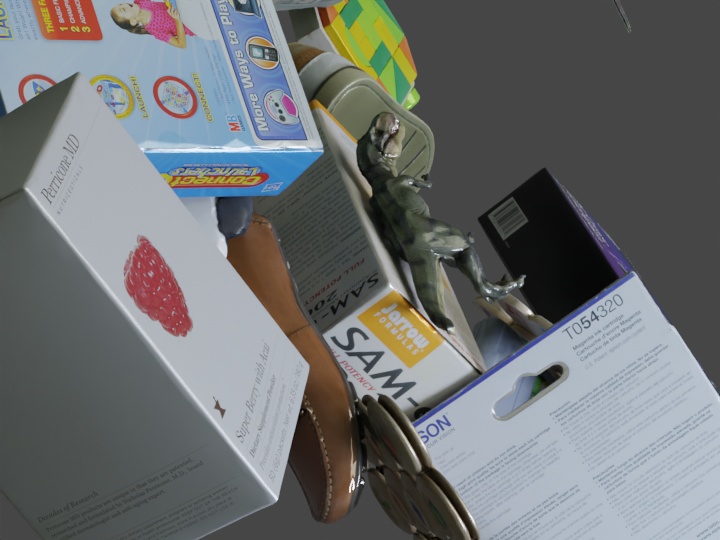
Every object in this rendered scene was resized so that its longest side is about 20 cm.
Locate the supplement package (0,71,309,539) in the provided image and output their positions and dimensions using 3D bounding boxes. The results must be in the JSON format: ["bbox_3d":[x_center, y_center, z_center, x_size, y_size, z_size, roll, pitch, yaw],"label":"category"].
[{"bbox_3d":[-0.134,0.031,1.100,0.200,0.120,0.121,53,24,-23],"label":"supplement package"}]

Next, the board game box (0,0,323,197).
[{"bbox_3d":[-0.141,-0.138,1.260,0.196,0.056,0.200,-2,64,-37],"label":"board game box"}]

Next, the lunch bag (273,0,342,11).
[{"bbox_3d":[-0.023,-0.261,1.587,0.200,0.164,0.118,4,61,-50],"label":"lunch bag"}]

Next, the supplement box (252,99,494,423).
[{"bbox_3d":[0.000,0.000,1.461,0.126,0.074,0.200,45,16,-38],"label":"supplement box"}]

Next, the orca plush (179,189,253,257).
[{"bbox_3d":[-0.131,-0.046,1.313,0.105,0.071,0.200,-22,75,-24],"label":"orca plush"}]

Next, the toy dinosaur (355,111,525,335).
[{"bbox_3d":[0.049,-0.013,1.404,0.088,0.047,0.200,24,30,-37],"label":"toy dinosaur"}]

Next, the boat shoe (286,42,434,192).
[{"bbox_3d":[-0.004,-0.105,1.614,0.068,0.075,0.200,42,-7,27],"label":"boat shoe"}]

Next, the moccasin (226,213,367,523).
[{"bbox_3d":[-0.056,0.057,1.313,0.078,0.074,0.202,-13,68,-26],"label":"moccasin"}]

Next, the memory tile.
[{"bbox_3d":[0.034,0.139,1.348,0.153,0.017,0.200,57,-10,-3],"label":"memory tile"}]

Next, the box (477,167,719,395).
[{"bbox_3d":[0.194,0.029,1.845,0.141,0.079,0.200,46,11,-42],"label":"box"}]

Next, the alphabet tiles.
[{"bbox_3d":[0.168,0.087,1.691,0.200,0.015,0.196,37,-8,36],"label":"alphabet tiles"}]

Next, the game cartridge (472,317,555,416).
[{"bbox_3d":[0.134,0.145,1.656,0.200,0.040,0.133,50,38,-19],"label":"game cartridge"}]

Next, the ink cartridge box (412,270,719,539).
[{"bbox_3d":[0.144,0.131,1.441,0.200,0.196,0.043,56,-1,-10],"label":"ink cartridge box"}]

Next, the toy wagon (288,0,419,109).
[{"bbox_3d":[-0.005,-0.188,1.764,0.155,0.040,0.200,58,22,-13],"label":"toy wagon"}]
